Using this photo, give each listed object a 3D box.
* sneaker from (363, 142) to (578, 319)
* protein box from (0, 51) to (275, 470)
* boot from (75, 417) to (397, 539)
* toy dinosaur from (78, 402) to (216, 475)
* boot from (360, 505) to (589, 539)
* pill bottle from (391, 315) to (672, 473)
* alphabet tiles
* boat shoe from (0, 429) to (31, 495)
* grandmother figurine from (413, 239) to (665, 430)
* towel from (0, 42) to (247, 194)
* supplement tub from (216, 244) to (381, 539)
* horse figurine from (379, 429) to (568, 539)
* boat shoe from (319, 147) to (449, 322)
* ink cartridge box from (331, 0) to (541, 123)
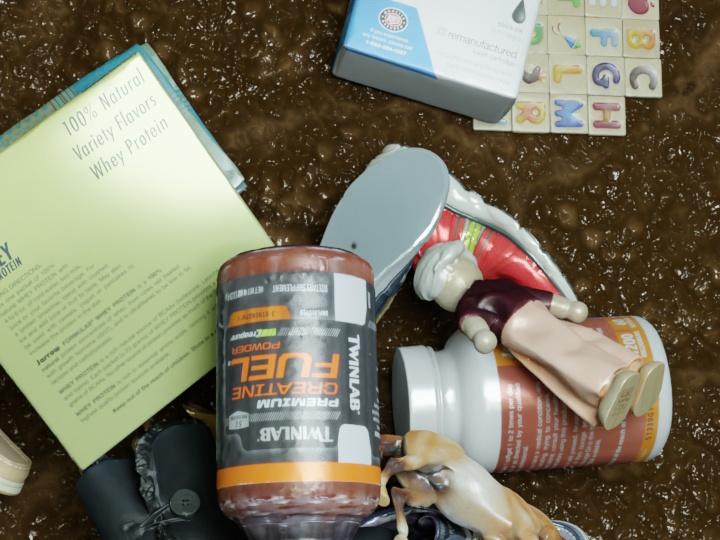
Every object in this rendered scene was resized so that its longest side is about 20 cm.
[{"bbox_3d":[0.080,-0.015,0.980,0.199,0.077,0.085,36,90,9],"label":"sneaker"},{"bbox_3d":[-0.182,-0.011,0.883,0.198,0.135,0.201,-38,103,-10],"label":"protein box"},{"bbox_3d":[-0.080,0.171,0.851,0.197,0.077,0.169,-18,58,-19],"label":"boot"},{"bbox_3d":[-0.114,0.160,0.940,0.197,0.060,0.108,20,96,5],"label":"toy dinosaur"},{"bbox_3d":[0.083,0.212,0.923,0.196,0.091,0.073,-10,50,-9],"label":"boot"},{"bbox_3d":[0.127,0.096,0.943,0.196,0.112,0.114,-3,83,-8],"label":"pill bottle"},{"bbox_3d":[0.158,-0.198,1.040,0.196,0.006,0.170,1,82,-7],"label":"alphabet tiles"},{"bbox_3d":[-0.312,0.081,0.907,0.199,0.074,0.069,41,85,0],"label":"boat shoe"},{"bbox_3d":[0.113,0.039,0.882,0.199,0.120,0.061,35,111,34],"label":"grandmother figurine"},{"bbox_3d":[-0.209,-0.068,0.969,0.199,0.022,0.148,-36,88,-9],"label":"towel"},{"bbox_3d":[-0.039,0.093,0.779,0.105,0.107,0.204,-1,75,-7],"label":"supplement tub"},{"bbox_3d":[0.067,0.164,0.858,0.198,0.133,0.050,31,114,0],"label":"horse figurine"},{"bbox_3d":[0.000,0.000,0.944,0.070,0.091,0.201,35,87,13],"label":"boat shoe"},{"bbox_3d":[0.073,-0.240,0.990,0.144,0.086,0.203,15,82,-5],"label":"ink cartridge box"}]
